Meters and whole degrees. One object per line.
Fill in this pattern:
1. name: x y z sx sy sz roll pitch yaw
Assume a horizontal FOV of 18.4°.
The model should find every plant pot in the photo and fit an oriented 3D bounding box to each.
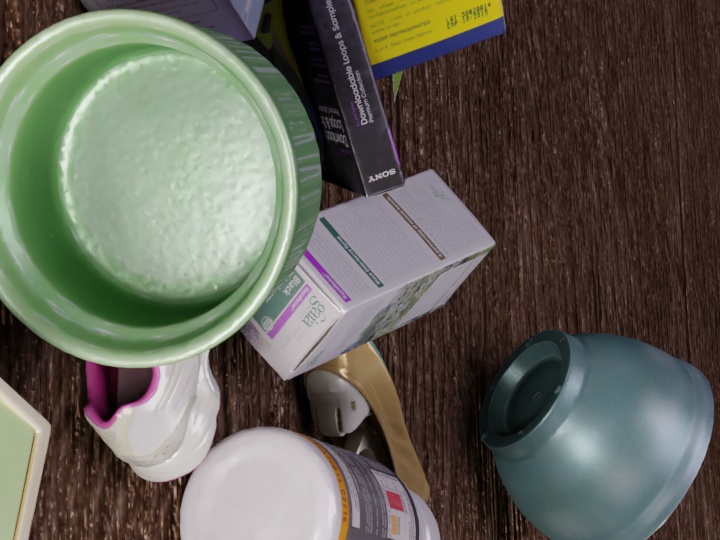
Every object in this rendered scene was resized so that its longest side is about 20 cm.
1. plant pot: 0.189 0.133 1.931 0.134 0.200 0.201 34 45 -23

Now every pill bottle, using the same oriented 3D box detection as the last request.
1. pill bottle: -0.027 0.175 1.493 0.200 0.116 0.117 28 57 -61

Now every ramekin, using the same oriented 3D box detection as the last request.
1. ramekin: -0.118 -0.050 1.277 0.098 0.199 0.201 -25 105 -73

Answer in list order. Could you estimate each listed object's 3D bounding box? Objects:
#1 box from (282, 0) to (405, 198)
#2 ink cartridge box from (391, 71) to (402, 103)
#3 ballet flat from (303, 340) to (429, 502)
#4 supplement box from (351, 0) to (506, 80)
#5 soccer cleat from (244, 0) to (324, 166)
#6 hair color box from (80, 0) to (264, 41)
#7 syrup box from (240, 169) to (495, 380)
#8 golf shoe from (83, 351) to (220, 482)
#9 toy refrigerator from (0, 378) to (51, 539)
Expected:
1. box: -0.027 -0.156 1.590 0.143 0.036 0.201 -153 -137 -74
2. ink cartridge box: -0.003 -0.252 1.750 0.200 0.075 0.148 82 15 -48
3. ballet flat: 0.000 0.117 1.639 0.063 0.068 0.200 -53 130 -38
4. supplement box: 0.020 -0.256 1.567 0.110 0.108 0.201 -126 -161 -54
5. soccer cleat: -0.077 -0.154 1.585 0.084 0.064 0.201 -137 -150 -81
6. hair color box: -0.146 -0.222 1.382 0.200 0.099 0.061 56 35 -44
7. syrup box: 0.000 0.000 1.573 0.081 0.079 0.200 49 36 14
8. golf shoe: -0.127 0.025 1.376 0.091 0.075 0.201 35 49 -54
9. toy refrigerator: -0.217 0.152 1.133 0.076 0.070 0.201 52 37 -48
